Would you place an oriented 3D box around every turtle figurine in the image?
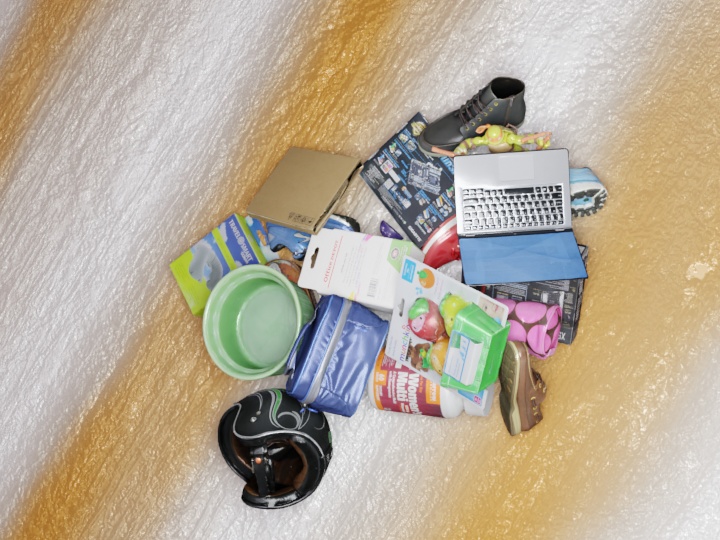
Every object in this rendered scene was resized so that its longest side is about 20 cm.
[{"bbox_3d":[0.228,-0.209,1.417,0.196,0.161,0.066,-8,76,20],"label":"turtle figurine"}]

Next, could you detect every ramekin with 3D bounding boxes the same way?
[{"bbox_3d":[-0.176,0.097,1.525,0.196,0.097,0.204,-4,80,21],"label":"ramekin"}]

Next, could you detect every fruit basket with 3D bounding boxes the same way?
[{"bbox_3d":[0.125,0.098,1.313,0.198,0.093,0.188,25,120,26],"label":"fruit basket"}]

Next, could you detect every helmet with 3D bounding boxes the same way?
[{"bbox_3d":[-0.148,0.299,1.470,0.196,0.191,0.204,-3,107,-10],"label":"helmet"}]

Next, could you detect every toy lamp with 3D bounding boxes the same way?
[{"bbox_3d":[-0.005,0.001,1.535,0.058,0.058,0.201,41,95,22],"label":"toy lamp"}]

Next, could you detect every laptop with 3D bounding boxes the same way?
[{"bbox_3d":[0.242,-0.086,1.303,0.183,0.116,0.204,-3,92,3],"label":"laptop"}]

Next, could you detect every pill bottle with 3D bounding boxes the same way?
[{"bbox_3d":[0.119,0.188,1.423,0.196,0.109,0.112,3,82,23],"label":"pill bottle"}]

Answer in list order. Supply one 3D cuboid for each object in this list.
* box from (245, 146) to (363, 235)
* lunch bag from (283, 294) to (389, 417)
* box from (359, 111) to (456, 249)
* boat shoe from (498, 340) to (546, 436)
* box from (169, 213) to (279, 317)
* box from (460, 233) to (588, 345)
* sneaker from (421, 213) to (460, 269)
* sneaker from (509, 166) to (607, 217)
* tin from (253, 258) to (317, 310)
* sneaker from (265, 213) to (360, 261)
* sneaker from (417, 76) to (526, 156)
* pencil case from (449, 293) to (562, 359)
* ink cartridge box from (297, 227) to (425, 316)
[{"bbox_3d":[-0.105,-0.151,1.557,0.198,0.021,0.165,17,66,45],"label":"box"},{"bbox_3d":[-0.052,0.146,1.415,0.131,0.136,0.203,24,78,-7],"label":"lunch bag"},{"bbox_3d":[0.110,-0.158,1.520,0.159,0.046,0.201,-42,69,10],"label":"box"},{"bbox_3d":[0.257,0.180,1.339,0.066,0.202,0.073,-15,42,-4],"label":"boat shoe"},{"bbox_3d":[-0.266,-0.015,1.648,0.199,0.048,0.123,-36,70,13],"label":"box"},{"bbox_3d":[0.263,0.022,1.385,0.197,0.050,0.160,12,119,24],"label":"box"},{"bbox_3d":[0.195,-0.042,1.450,0.200,0.078,0.116,-45,67,11],"label":"sneaker"},{"bbox_3d":[0.304,-0.131,1.415,0.196,0.079,0.091,-4,46,1],"label":"sneaker"},{"bbox_3d":[-0.134,0.077,1.584,0.110,0.042,0.203,-23,74,13],"label":"tin"},{"bbox_3d":[-0.088,-0.063,1.576,0.197,0.078,0.091,-1,88,30],"label":"sneaker"},{"bbox_3d":[0.187,-0.269,1.448,0.197,0.107,0.076,-21,66,-1],"label":"sneaker"},{"bbox_3d":[0.221,0.092,1.361,0.197,0.090,0.096,4,87,29],"label":"pencil case"},{"bbox_3d":[0.000,0.000,1.462,0.197,0.067,0.119,12,80,29],"label":"ink cartridge box"}]
